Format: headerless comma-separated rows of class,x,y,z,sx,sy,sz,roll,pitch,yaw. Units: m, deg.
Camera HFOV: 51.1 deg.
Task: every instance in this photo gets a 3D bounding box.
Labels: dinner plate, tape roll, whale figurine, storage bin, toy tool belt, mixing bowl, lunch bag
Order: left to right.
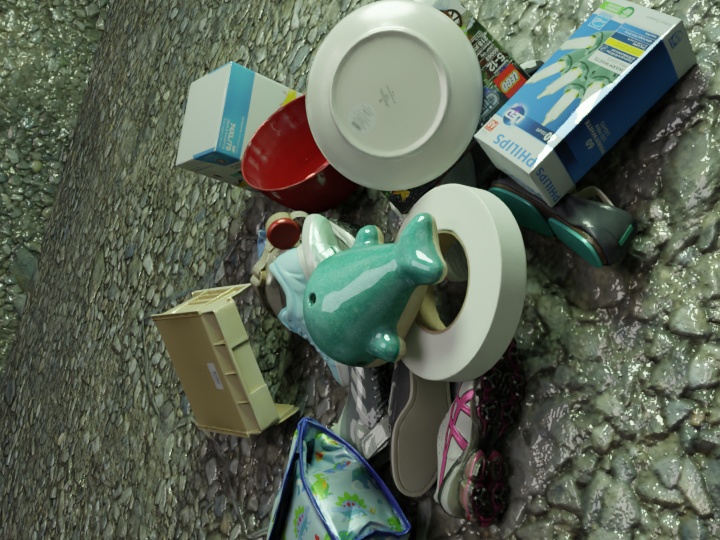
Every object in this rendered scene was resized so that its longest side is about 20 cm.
storage bin,-0.204,0.135,1.139,0.197,0.093,0.203,-8,105,51
toy tool belt,-0.104,-0.017,1.097,0.124,0.123,0.203,-113,9,-53
mixing bowl,-0.067,-0.159,1.120,0.197,0.109,0.202,-18,45,19
lunch bag,-0.048,0.303,0.894,0.200,0.125,0.173,50,130,50
whale figurine,0.009,0.019,0.790,0.200,0.102,0.162,-43,47,47
dinner plate,0.032,-0.188,0.809,0.196,0.024,0.204,2,96,16
tape roll,0.093,0.013,0.786,0.202,0.036,0.207,-22,64,57

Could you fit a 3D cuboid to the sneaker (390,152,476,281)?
sneaker,0.089,-0.061,0.925,0.104,0.075,0.203,-29,47,39

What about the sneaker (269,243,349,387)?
sneaker,-0.064,0.068,1.016,0.081,0.074,0.203,-20,90,13

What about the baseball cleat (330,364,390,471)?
baseball cleat,0.023,0.157,0.947,0.105,0.069,0.204,11,89,40

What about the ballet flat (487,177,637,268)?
ballet flat,0.210,-0.065,0.782,0.074,0.072,0.200,-64,31,11

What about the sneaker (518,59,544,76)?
sneaker,0.123,-0.197,0.882,0.198,0.072,0.084,-31,57,5

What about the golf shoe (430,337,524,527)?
golf shoe,0.115,0.159,0.801,0.091,0.072,0.204,2,77,52

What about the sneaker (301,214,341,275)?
sneaker,0.000,0.000,0.940,0.117,0.074,0.203,-27,63,17

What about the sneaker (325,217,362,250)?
sneaker,-0.005,-0.013,1.037,0.200,0.073,0.080,48,119,50

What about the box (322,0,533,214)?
box,0.073,-0.182,0.830,0.200,0.038,0.137,-45,84,14

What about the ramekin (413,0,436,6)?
ramekin,0.056,-0.259,0.943,0.199,0.098,0.201,-37,8,6

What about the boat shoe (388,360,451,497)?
boat shoe,0.066,0.160,0.885,0.063,0.071,0.204,144,136,-66

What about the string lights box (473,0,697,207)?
string lights box,0.222,-0.171,0.756,0.200,0.059,0.103,-45,40,3

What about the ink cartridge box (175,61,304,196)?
ink cartridge box,-0.173,-0.220,1.237,0.146,0.198,0.149,-4,74,52
